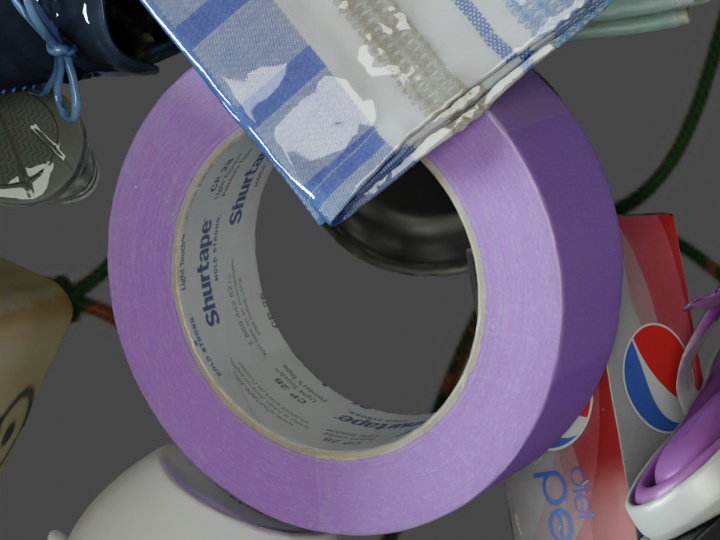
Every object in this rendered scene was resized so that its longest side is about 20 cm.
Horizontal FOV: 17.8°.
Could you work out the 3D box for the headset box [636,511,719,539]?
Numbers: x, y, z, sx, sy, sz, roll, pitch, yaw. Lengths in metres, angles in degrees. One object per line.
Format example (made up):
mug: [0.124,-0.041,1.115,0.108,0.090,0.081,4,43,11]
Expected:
headset box: [0.172,0.179,0.859,0.149,0.075,0.200,-37,91,-20]

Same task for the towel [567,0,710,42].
towel: [0.046,-0.178,0.974,0.200,0.048,0.171,-7,88,6]

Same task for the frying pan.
frying pan: [0.038,-0.080,0.945,0.115,0.031,0.190,4,122,-8]

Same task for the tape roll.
tape roll: [0.000,0.000,0.909,0.200,0.066,0.200,6,104,28]

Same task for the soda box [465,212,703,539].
soda box: [0.103,0.080,0.942,0.070,0.063,0.200,-15,82,45]

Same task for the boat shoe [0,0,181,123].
boat shoe: [-0.098,-0.112,0.895,0.200,0.069,0.084,-24,131,22]

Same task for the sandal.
sandal: [0.150,0.028,0.895,0.082,0.203,0.050,-34,101,35]

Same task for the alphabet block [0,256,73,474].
alphabet block: [-0.256,0.059,0.931,0.196,0.200,0.196,26,93,4]

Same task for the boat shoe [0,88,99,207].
boat shoe: [-0.210,-0.073,0.994,0.202,0.065,0.075,16,82,7]

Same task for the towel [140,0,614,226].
towel: [0.019,-0.129,0.832,0.200,0.024,0.147,-40,81,6]

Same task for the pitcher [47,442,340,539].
pitcher: [-0.105,0.166,0.971,0.171,0.121,0.200,29,106,19]
